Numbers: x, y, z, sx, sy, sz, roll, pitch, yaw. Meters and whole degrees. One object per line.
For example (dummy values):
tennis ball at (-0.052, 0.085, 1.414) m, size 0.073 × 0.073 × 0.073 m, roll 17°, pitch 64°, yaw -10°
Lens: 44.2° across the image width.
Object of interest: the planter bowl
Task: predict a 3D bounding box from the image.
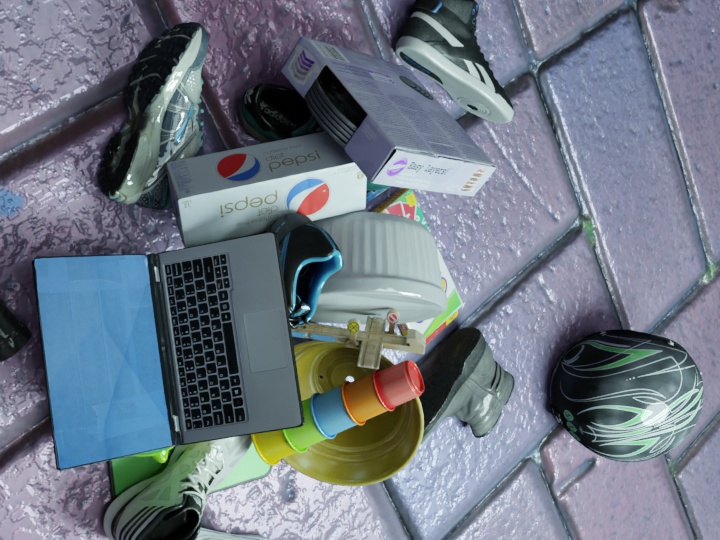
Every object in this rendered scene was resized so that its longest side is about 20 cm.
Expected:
planter bowl at (-0.019, 0.149, 1.048) m, size 0.084 × 0.198 × 0.202 m, roll -68°, pitch 139°, yaw -62°

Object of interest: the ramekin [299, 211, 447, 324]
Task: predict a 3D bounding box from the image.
ramekin at (0.000, 0.000, 1.007) m, size 0.201 × 0.201 × 0.096 m, roll 10°, pitch 75°, yaw -36°

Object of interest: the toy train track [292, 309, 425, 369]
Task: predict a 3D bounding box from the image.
toy train track at (-0.027, 0.059, 0.963) m, size 0.197 × 0.115 × 0.033 m, roll 7°, pitch 113°, yaw 3°

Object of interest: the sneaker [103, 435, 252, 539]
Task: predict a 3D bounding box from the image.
sneaker at (-0.170, 0.233, 0.946) m, size 0.200 × 0.115 × 0.076 m, roll -41°, pitch 116°, yaw -25°

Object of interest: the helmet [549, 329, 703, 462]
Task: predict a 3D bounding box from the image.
helmet at (0.399, 0.186, 1.310) m, size 0.198 × 0.190 × 0.203 m, roll -5°, pitch 98°, yaw -34°

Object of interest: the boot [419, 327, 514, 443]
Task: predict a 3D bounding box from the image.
boot at (0.134, 0.190, 1.201) m, size 0.200 × 0.070 × 0.132 m, roll -48°, pitch 125°, yaw -17°

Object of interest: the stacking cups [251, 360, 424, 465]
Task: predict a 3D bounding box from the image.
stacking cups at (-0.023, 0.157, 0.973) m, size 0.061 × 0.198 × 0.061 m, roll 52°, pitch 25°, yaw -37°

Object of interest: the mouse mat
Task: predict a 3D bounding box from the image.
mouse mat at (-0.190, 0.180, 1.001) m, size 0.198 × 0.007 × 0.163 m, roll -10°, pitch 100°, yaw -35°

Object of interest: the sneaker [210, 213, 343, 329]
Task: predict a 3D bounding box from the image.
sneaker at (-0.095, 0.039, 0.887) m, size 0.073 × 0.082 × 0.201 m, roll 30°, pitch 93°, yaw -49°

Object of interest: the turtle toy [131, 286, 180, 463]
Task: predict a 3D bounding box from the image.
turtle toy at (-0.223, 0.099, 0.907) m, size 0.145 × 0.101 × 0.203 m, roll -15°, pitch 92°, yaw -34°

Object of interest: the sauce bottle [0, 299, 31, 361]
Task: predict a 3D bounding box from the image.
sauce bottle at (-0.381, -0.001, 0.809) m, size 0.066 × 0.066 × 0.201 m, roll -42°, pitch 118°, yaw -24°

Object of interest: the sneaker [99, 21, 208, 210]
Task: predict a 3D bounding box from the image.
sneaker at (-0.200, -0.159, 0.927) m, size 0.086 × 0.077 × 0.202 m, roll 24°, pitch 88°, yaw -47°

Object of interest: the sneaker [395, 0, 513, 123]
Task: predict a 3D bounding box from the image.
sneaker at (0.144, -0.283, 1.148) m, size 0.199 × 0.073 × 0.113 m, roll 29°, pitch 80°, yaw -33°

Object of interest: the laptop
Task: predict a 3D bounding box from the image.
laptop at (-0.171, 0.068, 0.814) m, size 0.197 × 0.116 × 0.190 m, roll -10°, pitch 85°, yaw 9°

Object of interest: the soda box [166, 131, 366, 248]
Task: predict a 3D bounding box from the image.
soda box at (-0.094, -0.087, 0.916) m, size 0.198 × 0.064 × 0.069 m, roll -13°, pitch 136°, yaw -15°

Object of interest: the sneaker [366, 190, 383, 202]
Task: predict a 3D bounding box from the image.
sneaker at (0.008, -0.124, 1.059) m, size 0.079 × 0.089 × 0.201 m, roll 49°, pitch 68°, yaw -28°

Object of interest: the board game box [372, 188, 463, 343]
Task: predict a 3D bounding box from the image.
board game box at (0.067, 0.004, 1.156) m, size 0.095 × 0.030 × 0.201 m, roll -39°, pitch 118°, yaw -26°

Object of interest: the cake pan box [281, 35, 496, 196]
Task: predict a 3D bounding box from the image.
cake pan box at (0.031, -0.163, 0.953) m, size 0.199 × 0.185 × 0.052 m, roll -1°, pitch 134°, yaw -51°

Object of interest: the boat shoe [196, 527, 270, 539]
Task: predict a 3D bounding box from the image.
boat shoe at (-0.167, 0.327, 0.996) m, size 0.198 × 0.066 × 0.075 m, roll 6°, pitch 92°, yaw -36°

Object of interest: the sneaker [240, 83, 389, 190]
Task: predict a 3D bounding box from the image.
sneaker at (-0.040, -0.146, 0.981) m, size 0.198 × 0.080 × 0.072 m, roll 22°, pitch 82°, yaw -8°
